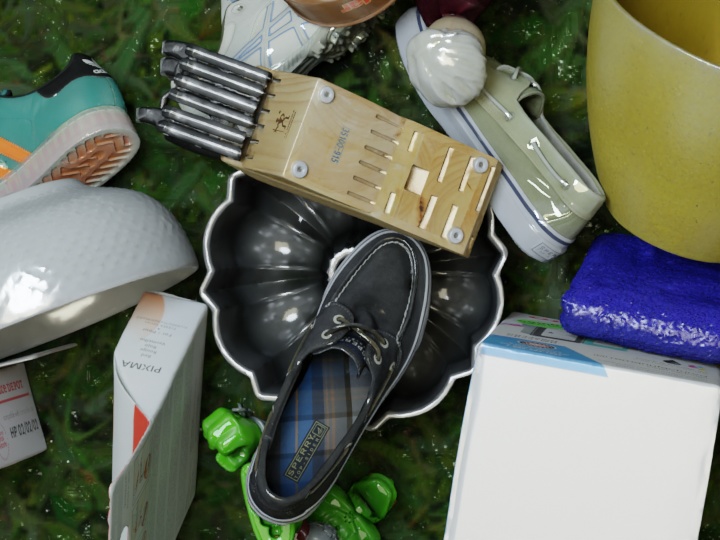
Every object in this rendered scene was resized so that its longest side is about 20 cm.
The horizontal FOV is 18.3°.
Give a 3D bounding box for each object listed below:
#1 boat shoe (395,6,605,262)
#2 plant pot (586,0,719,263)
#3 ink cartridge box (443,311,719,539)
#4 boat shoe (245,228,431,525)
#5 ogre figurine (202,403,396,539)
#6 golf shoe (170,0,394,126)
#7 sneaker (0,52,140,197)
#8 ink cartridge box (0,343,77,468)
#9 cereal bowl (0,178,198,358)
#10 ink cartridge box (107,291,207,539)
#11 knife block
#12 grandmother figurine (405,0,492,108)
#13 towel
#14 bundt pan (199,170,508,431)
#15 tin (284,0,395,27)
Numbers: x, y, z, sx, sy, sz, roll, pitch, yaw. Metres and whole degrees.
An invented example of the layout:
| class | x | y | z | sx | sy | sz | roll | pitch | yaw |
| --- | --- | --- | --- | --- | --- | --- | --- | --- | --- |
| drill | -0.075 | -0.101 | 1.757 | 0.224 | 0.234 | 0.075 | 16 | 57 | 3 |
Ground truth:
| class | x | y | z | sx | sy | sz | roll | pitch | yaw |
| --- | --- | --- | --- | --- | --- | --- | --- | --- | --- |
| boat shoe | 0.091 | -0.097 | 1.427 | 0.062 | 0.072 | 0.201 | -39 | 65 | 19 |
| plant pot | 0.219 | -0.091 | 1.386 | 0.199 | 0.200 | 0.143 | 22 | 118 | 7 |
| ink cartridge box | 0.140 | 0.116 | 1.379 | 0.145 | 0.200 | 0.147 | 10 | 96 | 8 |
| boat shoe | -0.013 | 0.060 | 1.371 | 0.070 | 0.066 | 0.201 | 30 | 78 | 3 |
| ogre figurine | -0.023 | 0.170 | 1.446 | 0.199 | 0.120 | 0.099 | 30 | 91 | 5 |
| golf shoe | -0.047 | -0.167 | 1.467 | 0.097 | 0.078 | 0.200 | 40 | 93 | 15 |
| sneaker | -0.238 | -0.069 | 1.503 | 0.199 | 0.071 | 0.080 | -32 | 60 | 16 |
| ink cartridge box | -0.284 | 0.109 | 1.484 | 0.198 | 0.115 | 0.068 | -16 | 90 | 9 |
| cereal bowl | -0.209 | -0.003 | 1.430 | 0.199 | 0.200 | 0.084 | -22 | 85 | 8 |
| ink cartridge box | -0.145 | 0.134 | 1.397 | 0.050 | 0.200 | 0.163 | 12 | 123 | 9 |
| knife block | -0.035 | -0.080 | 1.399 | 0.199 | 0.175 | 0.064 | 22 | 89 | -28 |
| grandmother figurine | 0.068 | -0.197 | 1.405 | 0.060 | 0.121 | 0.202 | 16 | 69 | -14 |
| towel | 0.228 | 0.022 | 1.392 | 0.198 | 0.148 | 0.050 | 10 | 102 | 9 |
| bundt pan | 0.000 | 0.000 | 1.460 | 0.200 | 0.076 | 0.204 | 0 | 92 | 9 |
| tin | -0.025 | -0.248 | 1.433 | 0.111 | 0.042 | 0.201 | -29 | 59 | 14 |
